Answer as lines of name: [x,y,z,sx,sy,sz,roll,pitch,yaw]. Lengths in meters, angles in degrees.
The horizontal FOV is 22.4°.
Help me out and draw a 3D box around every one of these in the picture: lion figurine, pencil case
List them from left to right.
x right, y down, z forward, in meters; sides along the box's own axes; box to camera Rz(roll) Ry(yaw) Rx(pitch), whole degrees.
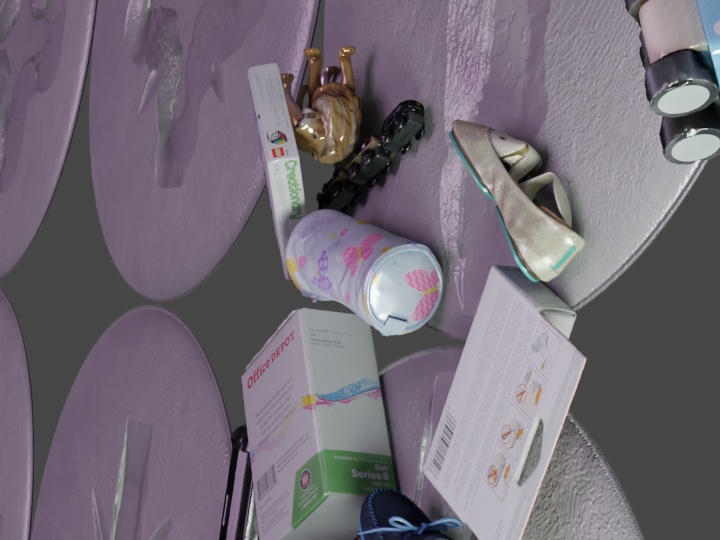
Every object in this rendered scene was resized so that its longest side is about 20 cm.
lion figurine: [-0.041,-0.159,1.875,0.200,0.072,0.124,138,130,-80]
pencil case: [0.000,0.000,1.724,0.091,0.083,0.200,-58,28,-5]

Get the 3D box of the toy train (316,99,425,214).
toy train: [0.008,-0.110,1.794,0.200,0.034,0.046,-44,33,50]

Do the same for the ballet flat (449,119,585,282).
ballet flat: [0.136,-0.070,1.523,0.062,0.067,0.201,-39,46,15]

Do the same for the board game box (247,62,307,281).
board game box: [-0.081,-0.099,1.866,0.201,0.034,0.127,84,174,-55]

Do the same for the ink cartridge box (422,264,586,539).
ink cartridge box: [0.129,0.121,1.486,0.174,0.043,0.201,47,124,56]

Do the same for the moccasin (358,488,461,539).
moccasin: [0.066,0.250,1.550,0.200,0.080,0.069,49,142,40]

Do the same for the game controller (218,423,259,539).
game controller: [-0.128,0.268,1.969,0.104,0.042,0.202,-165,84,-77]

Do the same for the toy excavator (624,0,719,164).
toy excavator: [0.280,-0.177,1.218,0.195,0.198,0.101,56,-158,-59]

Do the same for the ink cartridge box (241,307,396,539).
ink cartridge box: [-0.043,0.158,1.767,0.145,0.087,0.201,-48,44,47]
